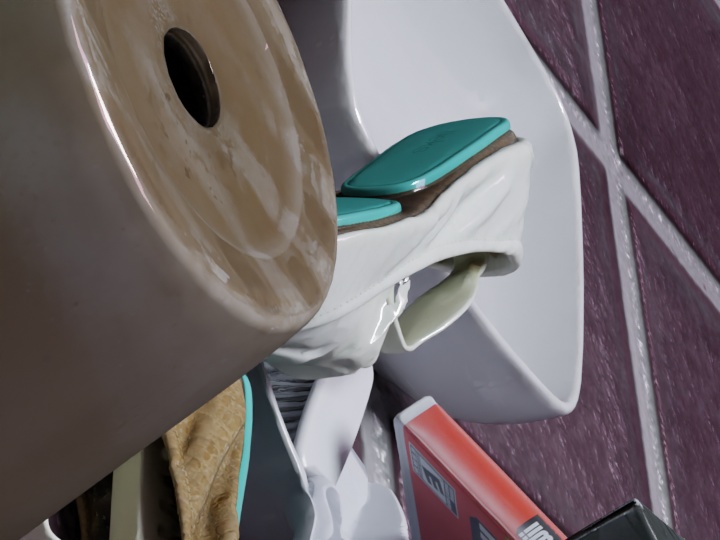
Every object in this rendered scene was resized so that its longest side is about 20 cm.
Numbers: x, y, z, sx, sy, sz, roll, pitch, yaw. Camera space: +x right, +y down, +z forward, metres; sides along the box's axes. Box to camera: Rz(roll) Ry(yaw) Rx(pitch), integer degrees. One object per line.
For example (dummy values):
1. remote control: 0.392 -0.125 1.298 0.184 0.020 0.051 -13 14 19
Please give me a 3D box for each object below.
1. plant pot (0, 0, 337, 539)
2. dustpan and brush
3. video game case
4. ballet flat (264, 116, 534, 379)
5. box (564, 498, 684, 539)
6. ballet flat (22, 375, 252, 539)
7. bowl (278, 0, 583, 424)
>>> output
1. plant pot: -0.107 -0.015 0.621 0.200 0.173 0.200 51 27 -38
2. dustpan and brush: -0.020 0.066 0.913 0.140 0.057 0.200 60 23 -23
3. video game case: 0.081 0.146 0.909 0.200 0.017 0.143 45 -22 33
4. ballet flat: 0.000 0.000 0.898 0.200 0.069 0.070 -24 94 -54
5. box: 0.076 0.182 0.731 0.200 0.124 0.149 63 7 16
6. ballet flat: -0.064 0.095 0.791 0.072 0.068 0.201 25 45 -34
7. bowl: 0.014 -0.049 1.081 0.200 0.074 0.200 53 26 -36
